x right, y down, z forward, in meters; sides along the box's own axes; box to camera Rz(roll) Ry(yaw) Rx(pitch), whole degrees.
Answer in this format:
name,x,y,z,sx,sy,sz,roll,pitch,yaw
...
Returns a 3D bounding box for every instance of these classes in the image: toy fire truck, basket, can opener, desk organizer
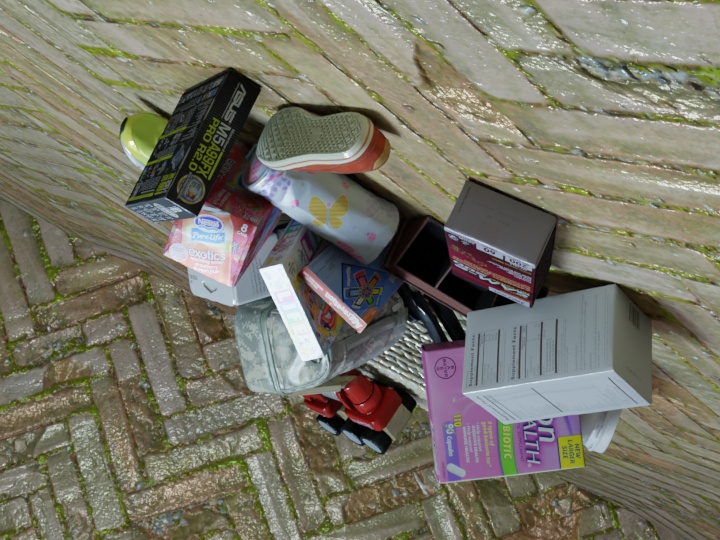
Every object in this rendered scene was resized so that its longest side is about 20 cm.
name,x,y,z,sx,sy,sz,roll,pitch,yaw
toy fire truck,-0.042,0.183,1.893,0.175,0.129,0.200,14,151,50
basket,0.082,0.102,1.922,0.197,0.162,0.200,28,168,-3
can opener,0.111,0.073,1.764,0.201,0.063,0.079,55,166,15
desk organizer,0.134,0.010,1.589,0.199,0.072,0.077,30,167,-19

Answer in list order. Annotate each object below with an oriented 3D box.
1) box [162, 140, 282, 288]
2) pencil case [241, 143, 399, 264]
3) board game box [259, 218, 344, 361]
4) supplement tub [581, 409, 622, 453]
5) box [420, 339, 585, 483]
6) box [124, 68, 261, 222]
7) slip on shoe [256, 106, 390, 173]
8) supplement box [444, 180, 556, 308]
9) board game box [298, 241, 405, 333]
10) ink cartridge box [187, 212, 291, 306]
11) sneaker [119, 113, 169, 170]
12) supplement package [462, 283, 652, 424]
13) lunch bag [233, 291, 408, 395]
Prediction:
name,x,y,z,sx,sy,sz,roll,pitch,yaw
box,-0.158,-0.075,1.560,0.099,0.096,0.200,25,-153,1
pencil case,-0.047,-0.089,1.518,0.199,0.083,0.091,31,-162,-26
board game box,-0.055,0.001,1.574,0.034,0.201,0.136,-13,116,25
supplement tub,0.270,0.171,1.800,0.198,0.147,0.145,19,169,4
box,0.189,0.180,1.678,0.197,0.178,0.097,-6,-178,0
box,-0.194,-0.137,1.429,0.044,0.162,0.200,29,169,-20
slip on shoe,-0.044,-0.133,1.342,0.061,0.075,0.199,30,165,-39
supplement box,0.156,-0.025,1.393,0.108,0.061,0.200,24,170,13
board game box,0.000,0.000,1.569,0.103,0.019,0.200,42,-151,1
ink cartridge box,-0.124,-0.023,1.726,0.198,0.085,0.145,-16,-165,-31
sneaker,-0.229,-0.157,1.686,0.199,0.079,0.090,26,163,-29
supplement package,0.234,0.103,1.492,0.198,0.111,0.114,-12,148,33
lunch bag,-0.049,0.083,1.721,0.166,0.141,0.199,2,-164,39
